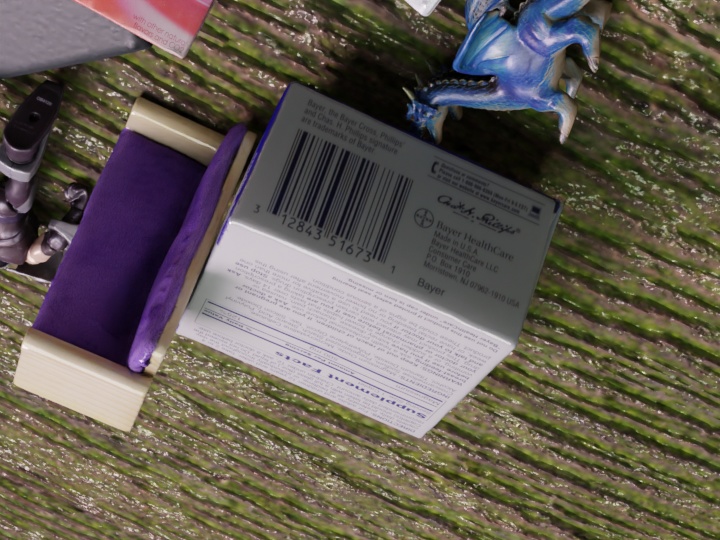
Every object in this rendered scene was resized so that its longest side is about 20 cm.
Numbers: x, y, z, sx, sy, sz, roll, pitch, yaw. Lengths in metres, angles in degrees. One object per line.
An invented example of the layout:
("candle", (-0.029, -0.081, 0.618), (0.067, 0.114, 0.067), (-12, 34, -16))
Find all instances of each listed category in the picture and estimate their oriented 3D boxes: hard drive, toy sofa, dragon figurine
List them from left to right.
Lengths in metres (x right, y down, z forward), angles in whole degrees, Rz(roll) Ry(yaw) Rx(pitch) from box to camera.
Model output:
("hard drive", (-0.237, -0.178, 1.108), (0.198, 0.033, 0.140), (-7, 133, 27))
("toy sofa", (-0.138, -0.013, 1.127), (0.082, 0.201, 0.098), (23, 146, -5))
("dragon figurine", (0.086, -0.134, 1.018), (0.098, 0.059, 0.201), (18, 140, -1))

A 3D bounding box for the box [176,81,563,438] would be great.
("box", (0.000, 0.000, 1.126), (0.182, 0.106, 0.200), (24, 155, -6))

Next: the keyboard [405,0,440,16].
("keyboard", (0.067, -0.213, 0.895), (0.056, 0.011, 0.200), (36, 124, -6))

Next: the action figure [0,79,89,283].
("action figure", (-0.240, -0.054, 1.220), (0.129, 0.070, 0.200), (13, 154, -4))

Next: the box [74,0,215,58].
("box", (-0.159, -0.206, 0.974), (0.199, 0.095, 0.103), (28, 95, -11))
